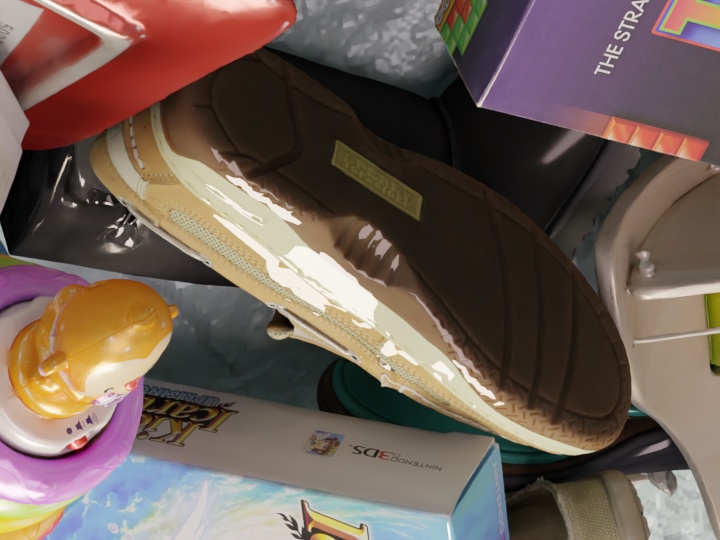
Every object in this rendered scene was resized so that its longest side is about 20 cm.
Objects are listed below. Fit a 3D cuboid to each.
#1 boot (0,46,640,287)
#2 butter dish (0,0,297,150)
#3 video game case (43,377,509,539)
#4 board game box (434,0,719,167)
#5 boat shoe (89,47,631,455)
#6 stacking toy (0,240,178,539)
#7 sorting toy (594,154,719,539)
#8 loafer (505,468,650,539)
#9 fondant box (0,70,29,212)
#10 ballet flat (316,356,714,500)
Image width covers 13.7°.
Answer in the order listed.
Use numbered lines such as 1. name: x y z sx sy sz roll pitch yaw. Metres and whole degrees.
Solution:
1. boot: -0.007 -0.062 1.006 0.199 0.066 0.165 14 113 -24
2. butter dish: -0.120 -0.140 0.857 0.199 0.200 0.148 27 68 -21
3. video game case: -0.032 0.134 1.059 0.181 0.045 0.201 8 128 23
4. board game box: 0.139 -0.126 0.921 0.165 0.057 0.201 11 122 -26
5. boat shoe: 0.000 0.000 0.973 0.200 0.072 0.076 39 137 -23
6. stacking toy: -0.104 0.034 0.886 0.116 0.200 0.110 -24 92 -32
7. sorting toy: 0.189 0.035 1.067 0.199 0.107 0.181 -7 119 5
8. loafer: 0.047 0.130 1.089 0.068 0.076 0.200 -5 157 -23
9. fondant box: -0.205 -0.068 0.820 0.199 0.058 0.144 12 159 14
10. ballet flat: 0.071 0.058 1.107 0.199 0.073 0.073 -6 123 -26
